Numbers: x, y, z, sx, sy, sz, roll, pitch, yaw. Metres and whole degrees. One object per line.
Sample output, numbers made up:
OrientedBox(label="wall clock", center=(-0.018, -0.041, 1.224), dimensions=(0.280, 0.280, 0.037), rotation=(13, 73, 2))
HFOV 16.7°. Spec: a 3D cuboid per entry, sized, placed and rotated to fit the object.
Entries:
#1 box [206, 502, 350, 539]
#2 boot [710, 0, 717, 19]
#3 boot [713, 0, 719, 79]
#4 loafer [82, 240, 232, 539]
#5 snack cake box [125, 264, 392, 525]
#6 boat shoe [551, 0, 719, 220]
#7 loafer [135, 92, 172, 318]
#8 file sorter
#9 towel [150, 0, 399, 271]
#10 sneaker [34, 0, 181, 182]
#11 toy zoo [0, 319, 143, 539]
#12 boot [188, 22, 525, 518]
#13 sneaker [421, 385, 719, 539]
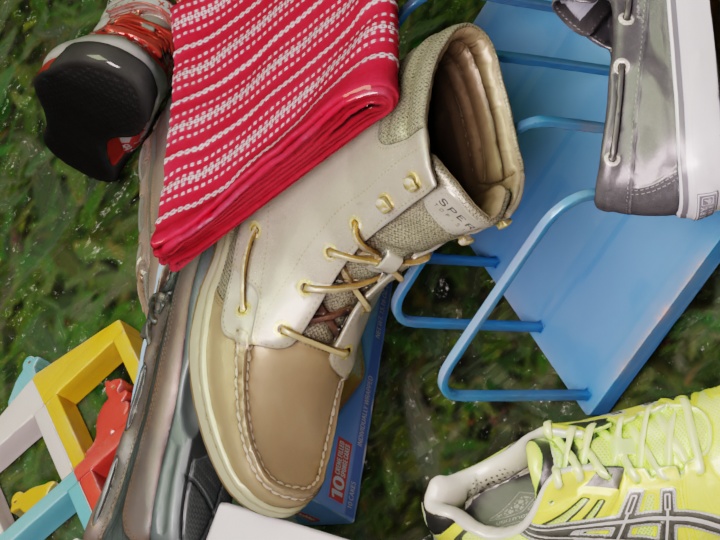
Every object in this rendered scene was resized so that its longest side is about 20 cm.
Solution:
OrientedBox(label="box", center=(0.024, 0.185, 1.090), dimensions=(0.199, 0.112, 0.102), rotation=(12, 77, 39))
OrientedBox(label="boot", center=(0.173, -0.177, 1.153), dimensions=(0.143, 0.071, 0.202), rotation=(-29, 53, 15))
OrientedBox(label="boot", center=(0.205, -0.129, 1.186), dimensions=(0.200, 0.066, 0.176), rotation=(-44, 39, 12))
OrientedBox(label="loafer", center=(-0.087, 0.044, 1.154), dimensions=(0.062, 0.072, 0.202), rotation=(2, 69, 24))
OrientedBox(label="snack cake box", center=(-0.045, 0.019, 1.261), dimensions=(0.067, 0.115, 0.202), rotation=(-6, 64, 35))
OrientedBox(label="boat shoe", center=(0.117, -0.115, 1.073), dimensions=(0.066, 0.070, 0.202), rotation=(-4, 72, 2))
OrientedBox(label="loafer", center=(-0.092, -0.013, 1.355), dimensions=(0.063, 0.072, 0.201), rotation=(-39, 40, 38))
OrientedBox(label="file sorter", center=(0.062, -0.052, 1.169), dimensions=(0.139, 0.122, 0.201), rotation=(-56, 49, 30))
OrientedBox(label="towel", center=(-0.039, -0.101, 1.130), dimensions=(0.144, 0.022, 0.201), rotation=(-35, 32, 25))
OrientedBox(label="sneaker", center=(-0.130, -0.126, 1.373), dimensions=(0.108, 0.067, 0.201), rotation=(-63, 3, -15))
OrientedBox(label="toy zoo", center=(-0.151, 0.118, 1.354), dimensions=(0.131, 0.020, 0.201), rotation=(-41, 49, 13))
OrientedBox(label="boot", center=(0.000, 0.000, 1.080), dimensions=(0.154, 0.072, 0.202), rotation=(-19, 60, 45))
OrientedBox(label="sneaker", center=(0.119, 0.098, 1.120), dimensions=(0.199, 0.076, 0.076), rotation=(-27, 51, 22))
